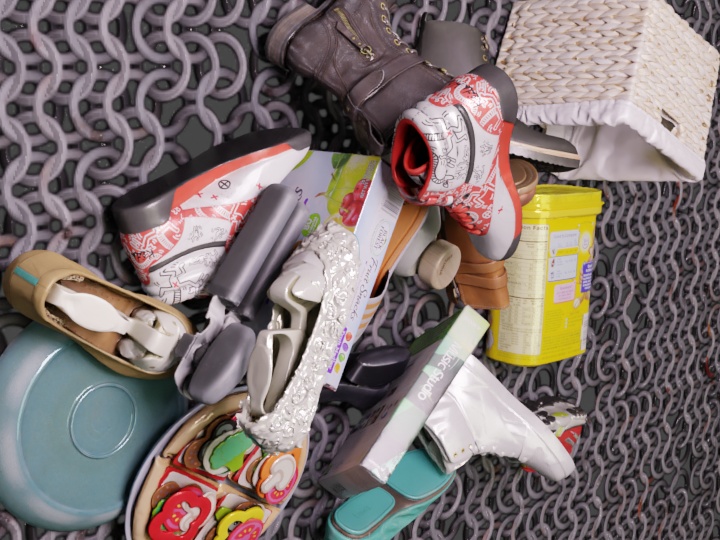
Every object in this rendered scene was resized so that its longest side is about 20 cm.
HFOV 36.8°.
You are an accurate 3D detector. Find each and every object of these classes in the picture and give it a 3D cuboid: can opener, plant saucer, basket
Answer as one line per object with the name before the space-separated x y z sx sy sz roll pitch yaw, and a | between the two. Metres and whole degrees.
can opener | -0.044 0.106 1.060 0.200 0.063 0.079 -6 129 -35
plant saucer | -0.220 0.123 0.903 0.200 0.027 0.200 -9 103 -45
basket | 0.277 -0.203 1.227 0.198 0.200 0.161 23 79 -46
can opener | -0.093 0.022 0.900 0.200 0.066 0.053 -66 151 -20

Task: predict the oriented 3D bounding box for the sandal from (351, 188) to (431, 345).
sandal | -0.007 -0.005 1.007 0.207 0.079 0.059 -60 176 26

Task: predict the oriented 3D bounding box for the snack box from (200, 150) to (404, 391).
snack box | -0.052 -0.006 0.967 0.053 0.142 0.200 30 75 -44

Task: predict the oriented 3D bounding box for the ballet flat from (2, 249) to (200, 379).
ballet flat | -0.190 0.047 0.855 0.200 0.063 0.069 30 83 -44

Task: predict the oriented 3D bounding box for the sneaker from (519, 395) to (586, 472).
sneaker | 0.207 0.208 1.323 0.200 0.077 0.085 2 106 -43

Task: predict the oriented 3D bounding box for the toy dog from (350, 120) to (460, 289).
toy dog | 0.038 -0.061 1.051 0.096 0.132 0.200 -40 124 -41

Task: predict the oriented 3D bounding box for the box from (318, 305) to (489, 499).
box | 0.043 0.136 1.095 0.036 0.144 0.200 37 66 -4

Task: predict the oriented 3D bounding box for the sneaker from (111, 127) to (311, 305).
sneaker | -0.117 -0.046 0.950 0.201 0.067 0.108 -32 120 -34

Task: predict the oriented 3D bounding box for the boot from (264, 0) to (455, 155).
boot | 0.030 -0.198 0.990 0.200 0.174 0.069 -43 157 -25

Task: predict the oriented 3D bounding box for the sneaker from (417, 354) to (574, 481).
sneaker | 0.135 0.190 1.190 0.200 0.074 0.116 43 70 -7

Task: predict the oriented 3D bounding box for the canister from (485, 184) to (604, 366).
canister | 0.215 0.003 1.282 0.148 0.086 0.200 -7 104 -44

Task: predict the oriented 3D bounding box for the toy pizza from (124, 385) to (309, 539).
toy pizza | -0.120 0.195 0.974 0.200 0.032 0.200 -25 130 -33

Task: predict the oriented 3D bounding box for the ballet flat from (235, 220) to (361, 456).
ballet flat | -0.051 0.047 0.862 0.072 0.072 0.200 28 70 -44

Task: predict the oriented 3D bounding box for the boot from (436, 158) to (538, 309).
boot | 0.125 -0.031 1.106 0.077 0.200 0.156 -19 103 -28

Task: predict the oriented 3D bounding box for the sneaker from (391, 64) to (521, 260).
sneaker | 0.080 -0.072 0.938 0.108 0.067 0.202 -31 138 -23

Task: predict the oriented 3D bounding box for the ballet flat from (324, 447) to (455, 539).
ballet flat | 0.027 0.253 1.155 0.200 0.067 0.070 -24 142 -48

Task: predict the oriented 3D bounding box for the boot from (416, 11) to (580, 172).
boot | 0.141 -0.184 1.125 0.200 0.077 0.139 13 83 -11
